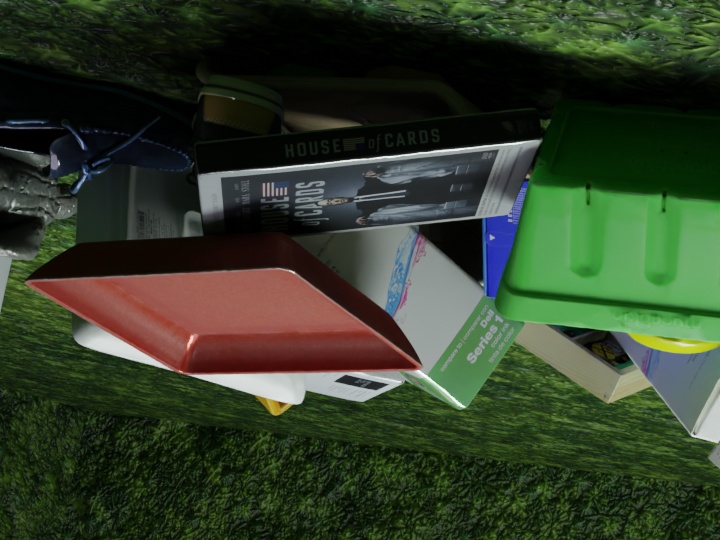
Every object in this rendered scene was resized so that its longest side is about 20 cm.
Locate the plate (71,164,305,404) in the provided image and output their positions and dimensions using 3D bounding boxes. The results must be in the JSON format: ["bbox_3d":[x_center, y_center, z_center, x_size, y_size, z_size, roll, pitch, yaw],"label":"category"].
[{"bbox_3d":[-0.121,-0.013,1.398,0.200,0.200,0.032,18,144,-31],"label":"plate"}]

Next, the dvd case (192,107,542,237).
[{"bbox_3d":[0.001,-0.055,1.124,0.200,0.025,0.150,-7,166,-4],"label":"dvd case"}]

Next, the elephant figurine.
[{"bbox_3d":[-0.301,-0.068,1.506,0.200,0.155,0.142,4,130,-23],"label":"elephant figurine"}]

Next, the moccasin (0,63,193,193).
[{"bbox_3d":[-0.216,-0.093,1.327,0.200,0.068,0.080,11,153,-9],"label":"moccasin"}]

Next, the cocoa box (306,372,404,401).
[{"bbox_3d":[-0.028,0.038,1.706,0.133,0.132,0.200,13,169,-8],"label":"cocoa box"}]

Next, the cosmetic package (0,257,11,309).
[{"bbox_3d":[-0.465,-0.034,1.787,0.200,0.123,0.199,6,169,15],"label":"cosmetic package"}]

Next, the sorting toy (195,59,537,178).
[{"bbox_3d":[0.018,-0.099,1.213,0.200,0.037,0.185,10,171,30],"label":"sorting toy"}]

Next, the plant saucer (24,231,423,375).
[{"bbox_3d":[-0.085,0.022,1.227,0.200,0.037,0.200,-3,158,27],"label":"plant saucer"}]

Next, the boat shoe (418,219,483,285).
[{"bbox_3d":[0.122,-0.020,1.419,0.072,0.076,0.200,5,-177,-38],"label":"boat shoe"}]

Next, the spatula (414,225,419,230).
[{"bbox_3d":[0.064,-0.035,1.534,0.200,0.021,0.056,20,168,-38],"label":"spatula"}]

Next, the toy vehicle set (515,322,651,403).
[{"bbox_3d":[0.197,0.044,1.471,0.124,0.027,0.200,34,-155,25],"label":"toy vehicle set"}]

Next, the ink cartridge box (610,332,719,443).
[{"bbox_3d":[0.278,0.053,1.369,0.145,0.088,0.200,15,-160,-25],"label":"ink cartridge box"}]

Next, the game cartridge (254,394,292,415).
[{"bbox_3d":[-0.138,0.013,1.555,0.200,0.032,0.176,41,162,32],"label":"game cartridge"}]

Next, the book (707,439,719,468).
[{"bbox_3d":[0.312,0.045,1.179,0.048,0.200,0.134,43,-156,24],"label":"book"}]

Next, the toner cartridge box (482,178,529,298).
[{"bbox_3d":[0.185,-0.021,1.279,0.200,0.095,0.043,7,-155,20],"label":"toner cartridge box"}]

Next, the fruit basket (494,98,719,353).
[{"bbox_3d":[0.195,-0.001,1.150,0.215,0.156,0.216,10,131,12],"label":"fruit basket"}]

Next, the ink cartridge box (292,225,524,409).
[{"bbox_3d":[0.000,0.000,1.355,0.200,0.084,0.145,40,173,-28],"label":"ink cartridge box"}]

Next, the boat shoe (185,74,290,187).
[{"bbox_3d":[-0.080,-0.074,1.210,0.074,0.062,0.200,13,172,0],"label":"boat shoe"}]
